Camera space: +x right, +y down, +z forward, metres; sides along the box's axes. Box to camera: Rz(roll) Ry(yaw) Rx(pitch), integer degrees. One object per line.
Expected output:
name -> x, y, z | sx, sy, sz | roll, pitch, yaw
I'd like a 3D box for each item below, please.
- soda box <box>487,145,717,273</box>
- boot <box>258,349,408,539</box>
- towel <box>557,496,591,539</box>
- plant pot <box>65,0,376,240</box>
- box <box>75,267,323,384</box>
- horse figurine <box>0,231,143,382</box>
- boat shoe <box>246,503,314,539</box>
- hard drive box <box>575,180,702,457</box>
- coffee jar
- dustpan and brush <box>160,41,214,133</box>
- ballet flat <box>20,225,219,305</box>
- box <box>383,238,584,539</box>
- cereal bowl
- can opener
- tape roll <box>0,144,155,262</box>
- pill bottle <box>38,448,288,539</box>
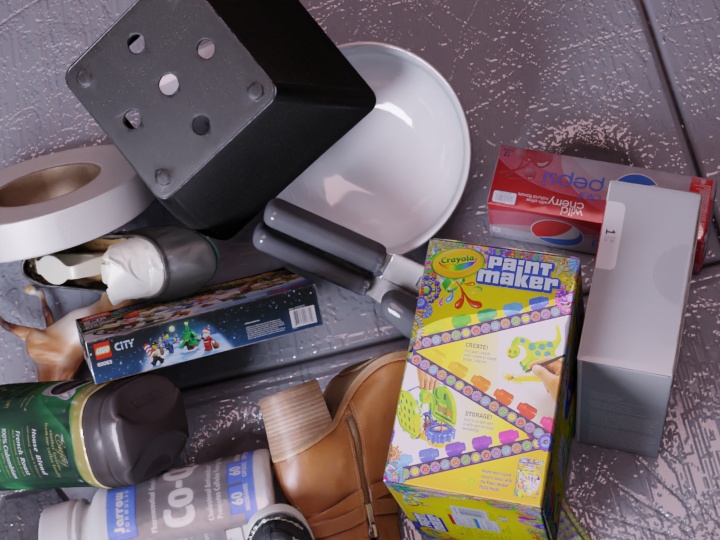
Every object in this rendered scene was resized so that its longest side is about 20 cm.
soda box -> 0.216, -0.055, 1.327 | 0.197, 0.070, 0.064 | 11, 67, 13
boot -> 0.015, 0.156, 1.253 | 0.199, 0.076, 0.157 | -17, 85, -43
towel -> 0.114, 0.284, 1.215 | 0.198, 0.023, 0.144 | -29, 65, -6
plant pot -> -0.133, -0.156, 1.250 | 0.200, 0.177, 0.200 | -40, 87, 12
box -> -0.143, 0.045, 1.276 | 0.197, 0.136, 0.038 | -14, 100, -13
horse figurine -> -0.256, 0.041, 1.362 | 0.199, 0.050, 0.133 | -34, 60, -5
boat shoe -> -0.039, 0.284, 1.159 | 0.075, 0.060, 0.202 | -27, 104, 3
hard drive box -> 0.227, 0.044, 1.209 | 0.076, 0.201, 0.158 | 10, 67, 12
coffee jar -> -0.246, 0.137, 1.239 | 0.198, 0.104, 0.087 | -7, 99, 31
dustpan and brush -> -0.141, -0.151, 1.425 | 0.138, 0.057, 0.202 | -24, 65, -3
ballet flat -> -0.218, -0.001, 1.292 | 0.198, 0.068, 0.069 | -1, 105, 31
box -> 0.107, 0.107, 1.168 | 0.120, 0.200, 0.195 | 8, 70, 13
cereal bowl -> 0.010, -0.108, 1.355 | 0.197, 0.083, 0.203 | 1, 95, 12
can opener -> 0.000, 0.000, 1.293 | 0.198, 0.053, 0.067 | 27, 29, -7
tape roll -> -0.286, -0.064, 1.351 | 0.200, 0.037, 0.203 | -12, 22, 5
pill bottle -> -0.160, 0.224, 1.230 | 0.197, 0.114, 0.115 | -12, 65, 2
